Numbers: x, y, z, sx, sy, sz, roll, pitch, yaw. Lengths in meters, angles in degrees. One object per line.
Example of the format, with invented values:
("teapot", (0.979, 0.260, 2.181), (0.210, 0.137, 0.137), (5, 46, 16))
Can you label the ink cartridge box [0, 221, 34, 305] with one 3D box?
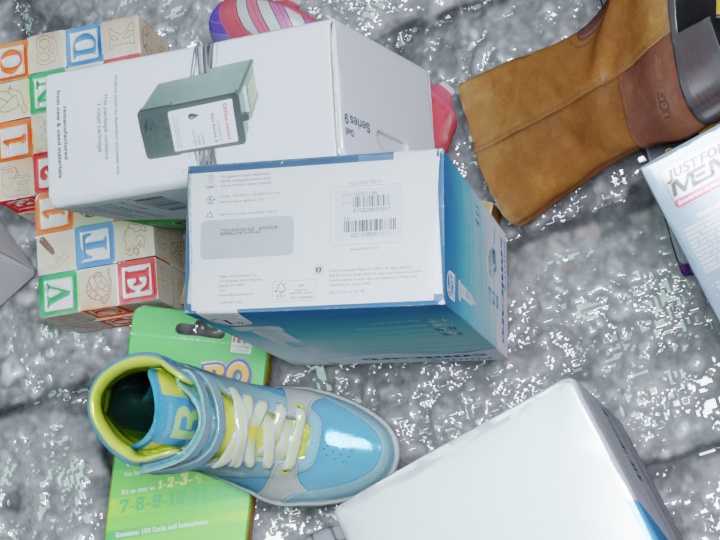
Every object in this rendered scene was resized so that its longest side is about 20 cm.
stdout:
("ink cartridge box", (-0.357, -0.037, 1.059), (0.147, 0.145, 0.200), (-41, 71, 4))

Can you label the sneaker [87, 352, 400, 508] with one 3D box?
("sneaker", (-0.074, 0.100, 0.927), (0.197, 0.131, 0.081), (9, 84, 3))

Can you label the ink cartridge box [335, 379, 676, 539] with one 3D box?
("ink cartridge box", (0.103, 0.169, 0.851), (0.145, 0.200, 0.148), (-30, 72, 9))

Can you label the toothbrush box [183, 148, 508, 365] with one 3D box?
("toothbrush box", (0.000, 0.000, 0.887), (0.145, 0.200, 0.086), (-3, 77, 16))

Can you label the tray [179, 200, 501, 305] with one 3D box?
("tray", (-0.014, -0.007, 1.016), (0.198, 0.037, 0.100), (9, 81, 18))

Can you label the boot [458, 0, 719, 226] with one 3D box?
("boot", (0.141, -0.149, 0.954), (0.199, 0.068, 0.190), (-27, 78, 44))

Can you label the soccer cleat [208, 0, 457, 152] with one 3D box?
("soccer cleat", (-0.028, -0.121, 1.021), (0.199, 0.067, 0.077), (28, 65, 18))

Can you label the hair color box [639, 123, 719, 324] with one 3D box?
("hair color box", (0.230, 0.016, 0.868), (0.060, 0.099, 0.202), (-27, 88, 13))

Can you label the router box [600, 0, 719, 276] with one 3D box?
("router box", (0.244, -0.114, 0.957), (0.148, 0.051, 0.202), (-17, 75, 12))

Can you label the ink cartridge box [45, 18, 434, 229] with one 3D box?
("ink cartridge box", (-0.069, -0.082, 0.933), (0.198, 0.146, 0.085), (-7, 82, 25))

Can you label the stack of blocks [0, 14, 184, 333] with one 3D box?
("stack of blocks", (-0.188, -0.063, 1.064), (0.114, 0.059, 0.203), (-10, 76, 13))

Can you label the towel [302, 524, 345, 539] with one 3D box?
("towel", (-0.040, 0.267, 0.909), (0.199, 0.085, 0.167), (-35, 63, 21))

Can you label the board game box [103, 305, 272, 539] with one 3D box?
("board game box", (-0.114, 0.128, 1.004), (0.094, 0.030, 0.203), (6, 87, 5))
